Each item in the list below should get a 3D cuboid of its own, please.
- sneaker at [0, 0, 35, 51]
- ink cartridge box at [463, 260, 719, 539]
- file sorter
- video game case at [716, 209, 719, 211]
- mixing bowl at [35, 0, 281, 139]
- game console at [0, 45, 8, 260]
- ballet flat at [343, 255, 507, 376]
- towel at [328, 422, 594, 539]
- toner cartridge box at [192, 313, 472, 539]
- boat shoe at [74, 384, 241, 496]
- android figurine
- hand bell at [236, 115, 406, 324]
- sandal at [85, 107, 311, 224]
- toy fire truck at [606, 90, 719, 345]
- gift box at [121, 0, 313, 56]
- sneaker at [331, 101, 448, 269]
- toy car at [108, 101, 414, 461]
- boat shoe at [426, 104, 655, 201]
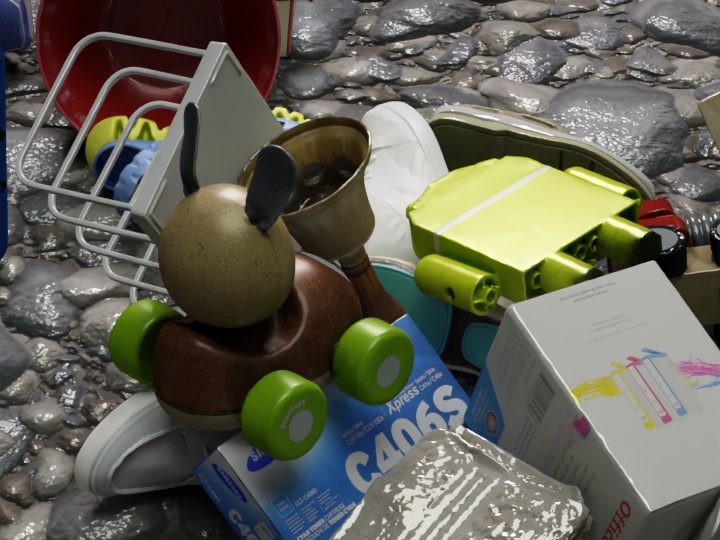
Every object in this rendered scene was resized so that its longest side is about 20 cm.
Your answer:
[{"bbox_3d":[-0.383,-0.205,1.870,0.198,0.081,0.115,10,41,17],"label":"sneaker"},{"bbox_3d":[0.181,0.120,1.453,0.125,0.129,0.201,-17,58,-27],"label":"ink cartridge box"},{"bbox_3d":[-0.135,-0.059,1.572,0.124,0.200,0.139,13,67,28],"label":"file sorter"},{"bbox_3d":[0.378,0.000,1.747,0.181,0.022,0.200,-19,44,-30],"label":"video game case"},{"bbox_3d":[-0.165,-0.195,1.812,0.199,0.202,0.108,3,10,-4],"label":"mixing bowl"},{"bbox_3d":[-0.352,-0.067,1.584,0.169,0.201,0.119,8,36,3],"label":"game console"},{"bbox_3d":[0.079,0.043,1.625,0.199,0.070,0.069,27,42,22],"label":"ballet flat"},{"bbox_3d":[0.044,0.192,1.385,0.132,0.035,0.200,26,64,31],"label":"towel"},{"bbox_3d":[-0.012,0.118,1.487,0.200,0.043,0.095,-35,85,-40],"label":"toner cartridge box"},{"bbox_3d":[-0.100,0.115,1.500,0.199,0.072,0.068,-16,40,-40],"label":"boat shoe"},{"bbox_3d":[0.118,-0.029,1.607,0.182,0.041,0.199,-32,37,-33],"label":"android figurine"},{"bbox_3d":[0.000,0.000,1.558,0.104,0.201,0.104,-19,35,14],"label":"hand bell"},{"bbox_3d":[-0.119,-0.075,1.733,0.198,0.080,0.087,-6,39,3],"label":"sandal"},{"bbox_3d":[0.271,-0.041,1.695,0.175,0.129,0.200,-8,28,0],"label":"toy fire truck"},{"bbox_3d":[-0.136,-0.302,1.929,0.185,0.201,0.185,-4,43,-16],"label":"gift box"},{"bbox_3d":[0.007,-0.065,1.737,0.115,0.074,0.200,-5,40,-19],"label":"sneaker"},{"bbox_3d":[-0.071,-0.009,1.416,0.164,0.201,0.157,25,41,39],"label":"toy car"},{"bbox_3d":[0.150,-0.092,1.790,0.199,0.075,0.068,23,30,6],"label":"boat shoe"}]
